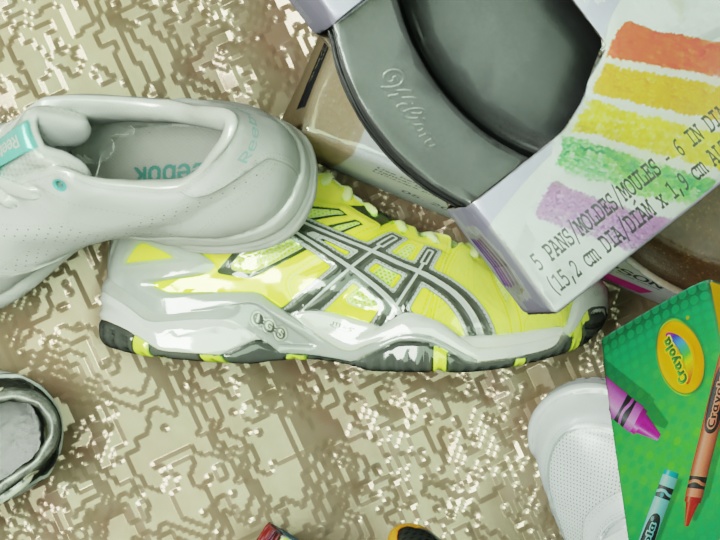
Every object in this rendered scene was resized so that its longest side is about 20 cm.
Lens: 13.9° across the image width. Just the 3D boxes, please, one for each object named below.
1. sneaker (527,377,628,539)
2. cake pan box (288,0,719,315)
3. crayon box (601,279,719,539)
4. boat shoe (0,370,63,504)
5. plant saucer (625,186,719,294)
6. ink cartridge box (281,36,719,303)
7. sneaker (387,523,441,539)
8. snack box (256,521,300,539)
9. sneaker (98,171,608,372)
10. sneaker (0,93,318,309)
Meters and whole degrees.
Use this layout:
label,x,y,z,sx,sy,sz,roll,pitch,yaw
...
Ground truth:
label,x,y,z,sx,sy,sz,roll,pitch,yaw
sneaker,0.116,0.132,1.127,0.075,0.115,0.200,-33,81,22
cake pan box,0.080,-0.109,1.065,0.200,0.052,0.184,-37,94,-9
crayon box,0.184,0.091,1.115,0.200,0.058,0.119,21,51,-37
boat shoe,-0.208,0.087,1.123,0.200,0.064,0.071,-24,92,-8
plant saucer,0.156,-0.081,1.120,0.200,0.034,0.201,0,89,-11
ink cartridge box,0.090,-0.089,1.164,0.200,0.075,0.165,22,85,-8
sneaker,-0.035,0.164,1.084,0.200,0.078,0.077,-26,64,-2
snack box,-0.014,0.227,1.148,0.168,0.068,0.200,31,87,-6
sneaker,0.000,0.000,1.150,0.200,0.075,0.077,3,89,-10
sneaker,-0.122,-0.035,1.100,0.200,0.088,0.075,-12,73,15
